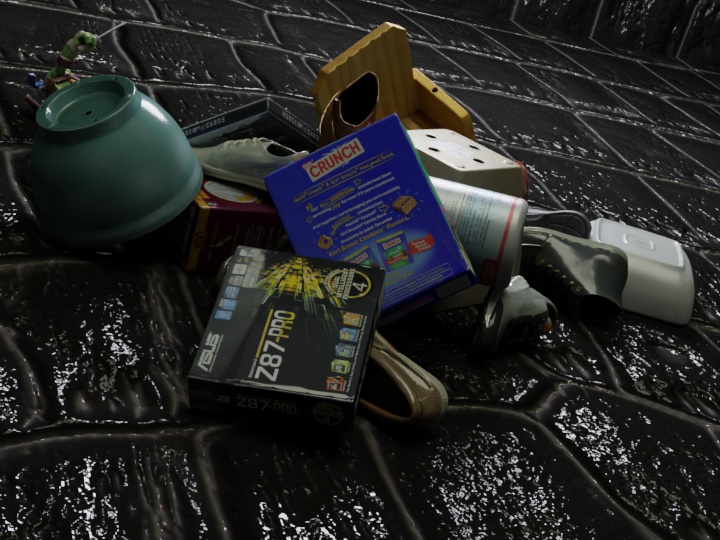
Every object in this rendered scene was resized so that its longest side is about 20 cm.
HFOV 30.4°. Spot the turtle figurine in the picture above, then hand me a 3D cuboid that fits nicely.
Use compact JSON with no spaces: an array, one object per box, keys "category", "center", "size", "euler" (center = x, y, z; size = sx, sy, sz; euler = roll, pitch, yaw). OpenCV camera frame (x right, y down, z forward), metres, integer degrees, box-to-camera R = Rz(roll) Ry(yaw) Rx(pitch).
[{"category":"turtle figurine","center":[-0.366,-0.260,1.883],"size":[0.199,0.144,0.194],"euler":[2,29,-25]}]

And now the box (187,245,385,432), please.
[{"category":"box","center":[-0.068,0.064,1.310],"size":[0.160,0.049,0.200],"euler":[8,41,7]}]

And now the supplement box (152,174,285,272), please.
[{"category":"supplement box","center":[-0.137,-0.056,1.619],"size":[0.199,0.086,0.110],"euler":[1,25,-34]}]

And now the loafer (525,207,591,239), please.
[{"category":"loafer","center":[0.233,-0.060,1.898],"size":[0.199,0.072,0.063],"euler":[3,6,18]}]

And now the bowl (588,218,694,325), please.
[{"category":"bowl","center":[0.390,-0.009,1.908],"size":[0.199,0.075,0.200],"euler":[17,20,6]}]

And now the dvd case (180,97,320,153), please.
[{"category":"dvd case","center":[-0.158,-0.155,1.700],"size":[0.199,0.025,0.150],"euler":[-15,-25,28]}]

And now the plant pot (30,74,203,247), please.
[{"category":"plant pot","center":[-0.297,-0.140,1.528],"size":[0.199,0.135,0.201],"euler":[-10,37,8]}]

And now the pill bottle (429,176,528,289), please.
[{"category":"pill bottle","center":[0.090,-0.052,1.554],"size":[0.199,0.109,0.109],"euler":[14,21,8]}]

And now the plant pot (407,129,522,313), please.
[{"category":"plant pot","center":[0.099,-0.078,1.720],"size":[0.199,0.178,0.200],"euler":[32,25,36]}]

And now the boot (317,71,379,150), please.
[{"category":"boot","center":[-0.013,-0.190,1.611],"size":[0.076,0.156,0.201],"euler":[19,51,1]}]

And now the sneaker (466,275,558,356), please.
[{"category":"sneaker","center":[0.186,0.059,1.593],"size":[0.079,0.074,0.200],"euler":[28,23,16]}]

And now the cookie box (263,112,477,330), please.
[{"category":"cookie box","center":[0.011,-0.046,1.468],"size":[0.075,0.171,0.201],"euler":[49,17,-73]}]

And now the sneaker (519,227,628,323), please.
[{"category":"sneaker","center":[0.258,0.005,1.776],"size":[0.199,0.075,0.106],"euler":[6,41,9]}]

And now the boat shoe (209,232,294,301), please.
[{"category":"boat shoe","center":[-0.087,0.010,1.524],"size":[0.074,0.076,0.200],"euler":[33,33,22]}]

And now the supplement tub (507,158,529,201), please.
[{"category":"supplement tub","center":[0.143,-0.128,1.975],"size":[0.199,0.107,0.107],"euler":[9,22,-18]}]

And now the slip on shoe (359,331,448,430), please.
[{"category":"slip on shoe","center":[-0.004,0.099,1.355],"size":[0.200,0.076,0.061],"euler":[36,20,25]}]

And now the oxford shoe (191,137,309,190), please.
[{"category":"oxford shoe","center":[-0.137,-0.135,1.607],"size":[0.199,0.058,0.075],"euler":[14,16,30]}]

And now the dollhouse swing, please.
[{"category":"dollhouse swing","center":[0.050,-0.206,1.842],"size":[0.200,0.176,0.182],"euler":[-38,67,-21]}]
